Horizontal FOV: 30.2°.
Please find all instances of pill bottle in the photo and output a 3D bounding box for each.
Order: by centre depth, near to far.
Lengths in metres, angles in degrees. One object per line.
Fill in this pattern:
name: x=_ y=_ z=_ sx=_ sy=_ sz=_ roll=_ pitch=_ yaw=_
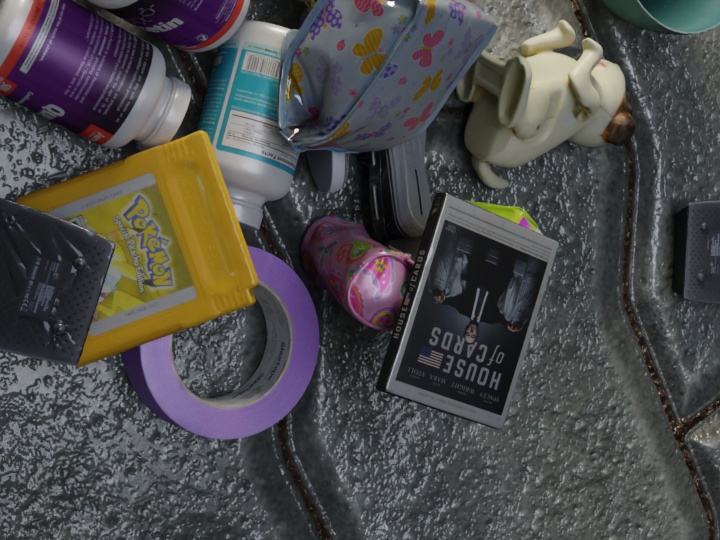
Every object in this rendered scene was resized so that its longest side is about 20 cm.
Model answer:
pill bottle: x=-0.198 y=-0.287 z=1.263 sx=0.200 sy=0.112 sz=0.113 roll=19 pitch=83 yaw=-60
pill bottle: x=-0.268 y=-0.191 z=1.286 sx=0.199 sy=0.112 sz=0.113 roll=28 pitch=80 yaw=-26
pill bottle: x=-0.112 y=-0.147 z=1.373 sx=0.110 sy=0.111 sz=0.201 roll=18 pitch=85 yaw=-28

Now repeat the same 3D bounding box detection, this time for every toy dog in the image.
toy dog: x=0.227 y=-0.187 z=1.540 sx=0.199 sy=0.139 sz=0.195 roll=-7 pitch=109 yaw=-27

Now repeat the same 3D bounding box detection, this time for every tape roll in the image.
tape roll: x=-0.145 y=0.072 z=1.394 sx=0.199 sy=0.066 sz=0.201 roll=-2 pitch=94 yaw=-29

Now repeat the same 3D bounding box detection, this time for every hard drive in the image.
hard drive: x=-0.343 y=0.000 z=1.252 sx=0.199 sy=0.042 sz=0.136 roll=18 pitch=93 yaw=-9
hard drive: x=0.489 y=-0.022 z=1.740 sx=0.199 sy=0.042 sz=0.136 roll=2 pitch=92 yaw=-28

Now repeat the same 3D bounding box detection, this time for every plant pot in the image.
plant pot: x=0.346 y=-0.375 z=1.591 sx=0.199 sy=0.135 sz=0.201 roll=-2 pitch=93 yaw=-28

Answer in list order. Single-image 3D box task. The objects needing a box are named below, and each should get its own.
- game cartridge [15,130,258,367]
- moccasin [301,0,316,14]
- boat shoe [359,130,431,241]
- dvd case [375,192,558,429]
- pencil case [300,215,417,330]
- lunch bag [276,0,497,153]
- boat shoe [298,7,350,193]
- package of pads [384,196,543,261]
game cartridge: x=-0.214 y=-0.021 z=1.299 sx=0.199 sy=0.032 sz=0.177 roll=-20 pitch=91 yaw=7
moccasin: x=-0.055 y=-0.305 z=1.357 sx=0.201 sy=0.073 sz=0.078 roll=36 pitch=82 yaw=-49
boat shoe: x=0.030 y=-0.129 z=1.470 sx=0.072 sy=0.071 sz=0.201 roll=26 pitch=55 yaw=-53
dvd case: x=0.108 y=0.042 z=1.321 sx=0.150 sy=0.025 sz=0.201 roll=21 pitch=83 yaw=-30
pencil case: x=0.000 y=0.000 z=1.390 sx=0.087 sy=0.200 sz=0.088 roll=-4 pitch=104 yaw=-17
lunch bag: x=0.011 y=-0.205 z=1.325 sx=0.169 sy=0.127 sz=0.200 roll=-5 pitch=134 yaw=-57
boat shoe: x=-0.023 y=-0.186 z=1.447 sx=0.066 sy=0.070 sz=0.201 roll=-6 pitch=88 yaw=-26
package of pads: x=0.095 y=-0.005 z=1.440 sx=0.068 sy=0.200 sz=0.155 roll=45 pitch=72 yaw=-29
